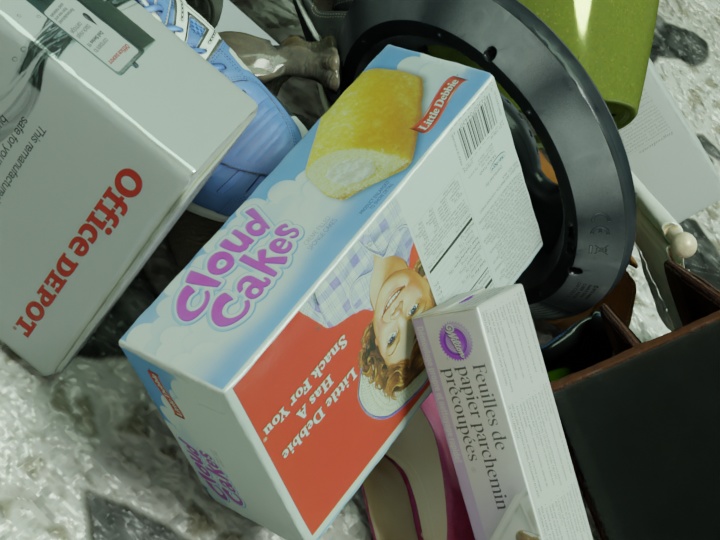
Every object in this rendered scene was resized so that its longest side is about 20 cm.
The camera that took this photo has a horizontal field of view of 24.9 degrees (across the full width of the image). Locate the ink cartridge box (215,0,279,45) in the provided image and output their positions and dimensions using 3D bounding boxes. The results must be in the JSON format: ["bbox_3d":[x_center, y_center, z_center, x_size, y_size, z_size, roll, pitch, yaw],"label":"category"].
[{"bbox_3d":[-0.159,-0.138,0.891,0.200,0.041,0.200,43,36,2],"label":"ink cartridge box"}]

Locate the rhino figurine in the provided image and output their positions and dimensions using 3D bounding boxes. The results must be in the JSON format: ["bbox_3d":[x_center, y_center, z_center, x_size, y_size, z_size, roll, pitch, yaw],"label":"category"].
[{"bbox_3d":[-0.054,-0.034,0.822,0.086,0.060,0.202,1,69,-3],"label":"rhino figurine"}]

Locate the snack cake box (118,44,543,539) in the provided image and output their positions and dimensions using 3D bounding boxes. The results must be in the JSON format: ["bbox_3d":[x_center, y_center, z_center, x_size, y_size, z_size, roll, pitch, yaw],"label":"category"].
[{"bbox_3d":[-0.005,0.009,0.744,0.067,0.116,0.200,21,58,35],"label":"snack cake box"}]

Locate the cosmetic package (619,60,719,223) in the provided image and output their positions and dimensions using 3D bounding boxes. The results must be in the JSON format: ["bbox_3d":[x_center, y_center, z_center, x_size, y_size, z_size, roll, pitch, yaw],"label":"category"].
[{"bbox_3d":[0.164,-0.109,1.064,0.200,0.071,0.102,40,23,-54],"label":"cosmetic package"}]

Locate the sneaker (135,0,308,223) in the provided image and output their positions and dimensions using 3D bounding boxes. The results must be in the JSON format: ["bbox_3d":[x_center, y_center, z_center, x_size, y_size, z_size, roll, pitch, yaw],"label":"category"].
[{"bbox_3d":[-0.102,-0.095,0.776,0.200,0.076,0.077,39,-8,14],"label":"sneaker"}]

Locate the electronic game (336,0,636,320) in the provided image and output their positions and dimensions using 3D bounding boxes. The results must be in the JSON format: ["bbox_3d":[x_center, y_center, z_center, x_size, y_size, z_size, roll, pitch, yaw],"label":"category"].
[{"bbox_3d":[0.060,-0.062,0.841,0.042,0.200,0.200,-35,78,-30],"label":"electronic game"}]

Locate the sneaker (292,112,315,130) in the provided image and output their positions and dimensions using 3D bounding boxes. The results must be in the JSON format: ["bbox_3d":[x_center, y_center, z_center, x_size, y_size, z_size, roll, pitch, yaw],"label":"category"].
[{"bbox_3d":[0.000,0.000,0.895,0.201,0.077,0.089,53,6,17],"label":"sneaker"}]

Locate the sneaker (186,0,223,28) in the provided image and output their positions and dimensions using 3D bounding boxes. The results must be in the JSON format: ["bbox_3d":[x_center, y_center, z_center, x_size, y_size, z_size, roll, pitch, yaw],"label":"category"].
[{"bbox_3d":[-0.154,-0.210,0.875,0.198,0.076,0.115,31,35,-18],"label":"sneaker"}]

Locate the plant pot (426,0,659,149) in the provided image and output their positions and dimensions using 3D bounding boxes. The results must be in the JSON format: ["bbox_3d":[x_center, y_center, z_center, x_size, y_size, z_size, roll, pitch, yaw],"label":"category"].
[{"bbox_3d":[0.095,-0.177,0.915,0.186,0.186,0.202,4,75,-40],"label":"plant pot"}]

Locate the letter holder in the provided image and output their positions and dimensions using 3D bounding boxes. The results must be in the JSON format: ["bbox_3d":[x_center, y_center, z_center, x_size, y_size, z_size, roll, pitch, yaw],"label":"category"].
[{"bbox_3d":[0.163,0.112,0.826,0.142,0.100,0.202,-104,171,-78],"label":"letter holder"}]

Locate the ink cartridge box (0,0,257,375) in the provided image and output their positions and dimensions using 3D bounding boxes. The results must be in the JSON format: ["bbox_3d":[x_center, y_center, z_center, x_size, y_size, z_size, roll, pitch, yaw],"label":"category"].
[{"bbox_3d":[-0.166,-0.073,0.730,0.200,0.147,0.083,40,35,-3],"label":"ink cartridge box"}]

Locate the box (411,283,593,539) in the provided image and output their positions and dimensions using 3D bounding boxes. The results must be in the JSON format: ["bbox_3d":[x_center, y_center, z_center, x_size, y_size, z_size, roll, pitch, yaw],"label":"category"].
[{"bbox_3d":[0.075,0.108,0.739,0.041,0.038,0.202,-25,101,-49],"label":"box"}]

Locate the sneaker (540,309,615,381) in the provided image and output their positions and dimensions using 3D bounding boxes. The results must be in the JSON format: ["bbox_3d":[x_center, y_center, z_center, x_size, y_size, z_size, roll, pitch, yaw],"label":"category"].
[{"bbox_3d":[0.139,0.072,0.908,0.199,0.089,0.079,-8,58,-49],"label":"sneaker"}]

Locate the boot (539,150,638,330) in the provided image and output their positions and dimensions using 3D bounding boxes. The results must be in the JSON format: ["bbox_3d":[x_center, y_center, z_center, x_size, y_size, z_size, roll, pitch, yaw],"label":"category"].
[{"bbox_3d":[0.109,-0.053,1.017,0.154,0.077,0.201,27,41,-16],"label":"boot"}]

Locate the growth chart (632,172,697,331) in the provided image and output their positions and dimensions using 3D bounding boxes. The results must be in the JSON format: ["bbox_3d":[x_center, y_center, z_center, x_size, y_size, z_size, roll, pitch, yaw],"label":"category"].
[{"bbox_3d":[0.191,0.024,0.950,0.201,0.018,0.145,60,2,-37],"label":"growth chart"}]

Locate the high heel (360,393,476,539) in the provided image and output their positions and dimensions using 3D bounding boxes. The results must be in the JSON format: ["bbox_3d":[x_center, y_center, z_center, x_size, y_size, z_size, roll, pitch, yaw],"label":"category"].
[{"bbox_3d":[0.013,0.100,0.787,0.096,0.067,0.201,-19,78,-56],"label":"high heel"}]

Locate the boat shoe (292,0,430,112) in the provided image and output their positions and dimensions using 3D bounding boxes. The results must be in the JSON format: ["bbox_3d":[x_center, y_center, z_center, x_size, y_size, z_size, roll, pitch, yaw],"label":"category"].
[{"bbox_3d":[0.004,-0.133,0.947,0.071,0.068,0.201,-23,72,-7],"label":"boat shoe"}]
